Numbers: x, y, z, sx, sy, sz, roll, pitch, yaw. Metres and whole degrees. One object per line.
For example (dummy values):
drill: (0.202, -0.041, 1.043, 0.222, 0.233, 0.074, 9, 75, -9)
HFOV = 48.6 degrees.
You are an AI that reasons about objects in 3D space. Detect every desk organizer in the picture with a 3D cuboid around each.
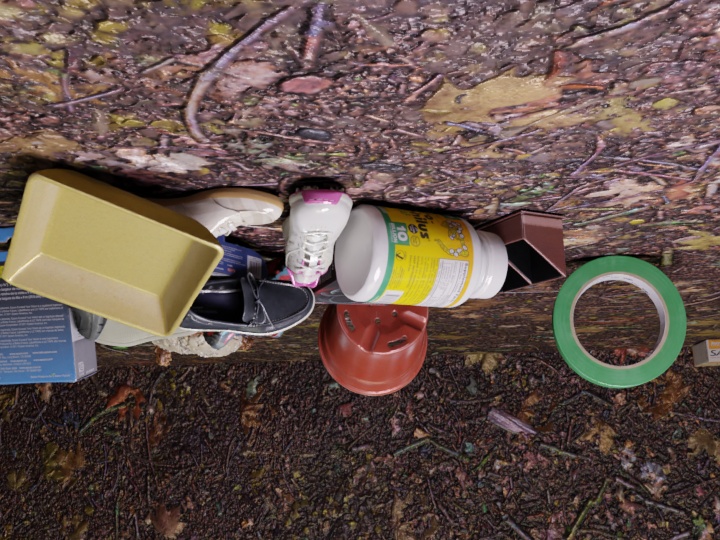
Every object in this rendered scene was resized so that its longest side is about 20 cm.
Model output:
desk organizer: (0.183, -0.015, 1.063, 0.071, 0.078, 0.199, 4, 167, -26)

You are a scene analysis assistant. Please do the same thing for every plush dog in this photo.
plush dog: (-0.260, 0.085, 1.249, 0.170, 0.163, 0.198, 12, 178, 42)

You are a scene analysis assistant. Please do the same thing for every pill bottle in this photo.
pill bottle: (0.077, -0.014, 0.970, 0.197, 0.115, 0.112, 5, 167, -28)

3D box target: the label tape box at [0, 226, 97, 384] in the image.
label tape box: (-0.431, 0.043, 1.044, 0.141, 0.204, 0.063, -3, -175, 11)

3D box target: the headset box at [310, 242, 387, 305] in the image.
headset box: (0.000, 0.000, 1.128, 0.146, 0.079, 0.200, 3, 166, -22)

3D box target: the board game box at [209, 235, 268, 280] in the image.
board game box: (-0.261, -0.013, 1.076, 0.197, 0.063, 0.199, -6, 168, 30)

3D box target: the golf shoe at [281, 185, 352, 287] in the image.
golf shoe: (-0.050, -0.035, 0.911, 0.074, 0.093, 0.200, 2, 167, -8)

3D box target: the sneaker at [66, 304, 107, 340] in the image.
sneaker: (-0.342, 0.000, 0.970, 0.080, 0.074, 0.202, 8, 127, -6)

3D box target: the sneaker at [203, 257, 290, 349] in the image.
sneaker: (-0.141, 0.063, 1.147, 0.078, 0.097, 0.200, -9, -155, 41)

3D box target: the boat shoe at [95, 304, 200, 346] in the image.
boat shoe: (-0.301, 0.059, 1.094, 0.196, 0.073, 0.068, -3, -160, 6)

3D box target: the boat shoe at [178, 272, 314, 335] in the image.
boat shoe: (-0.149, 0.044, 1.042, 0.197, 0.076, 0.062, -1, 163, -25)

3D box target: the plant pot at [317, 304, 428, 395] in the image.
plant pot: (0.028, 0.090, 1.326, 0.197, 0.204, 0.196, 0, 161, -4)

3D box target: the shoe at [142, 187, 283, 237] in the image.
shoe: (-0.182, -0.055, 0.890, 0.196, 0.054, 0.070, -2, 169, 7)

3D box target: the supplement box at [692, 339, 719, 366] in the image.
supplement box: (1.163, 0.268, 2.581, 0.124, 0.075, 0.200, -4, 168, 10)

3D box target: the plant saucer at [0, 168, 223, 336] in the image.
plant saucer: (-0.264, -0.023, 0.853, 0.197, 0.049, 0.200, 22, 140, -19)

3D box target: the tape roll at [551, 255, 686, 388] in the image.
tape roll: (0.400, 0.080, 1.242, 0.197, 0.204, 0.048, -3, 169, 10)
